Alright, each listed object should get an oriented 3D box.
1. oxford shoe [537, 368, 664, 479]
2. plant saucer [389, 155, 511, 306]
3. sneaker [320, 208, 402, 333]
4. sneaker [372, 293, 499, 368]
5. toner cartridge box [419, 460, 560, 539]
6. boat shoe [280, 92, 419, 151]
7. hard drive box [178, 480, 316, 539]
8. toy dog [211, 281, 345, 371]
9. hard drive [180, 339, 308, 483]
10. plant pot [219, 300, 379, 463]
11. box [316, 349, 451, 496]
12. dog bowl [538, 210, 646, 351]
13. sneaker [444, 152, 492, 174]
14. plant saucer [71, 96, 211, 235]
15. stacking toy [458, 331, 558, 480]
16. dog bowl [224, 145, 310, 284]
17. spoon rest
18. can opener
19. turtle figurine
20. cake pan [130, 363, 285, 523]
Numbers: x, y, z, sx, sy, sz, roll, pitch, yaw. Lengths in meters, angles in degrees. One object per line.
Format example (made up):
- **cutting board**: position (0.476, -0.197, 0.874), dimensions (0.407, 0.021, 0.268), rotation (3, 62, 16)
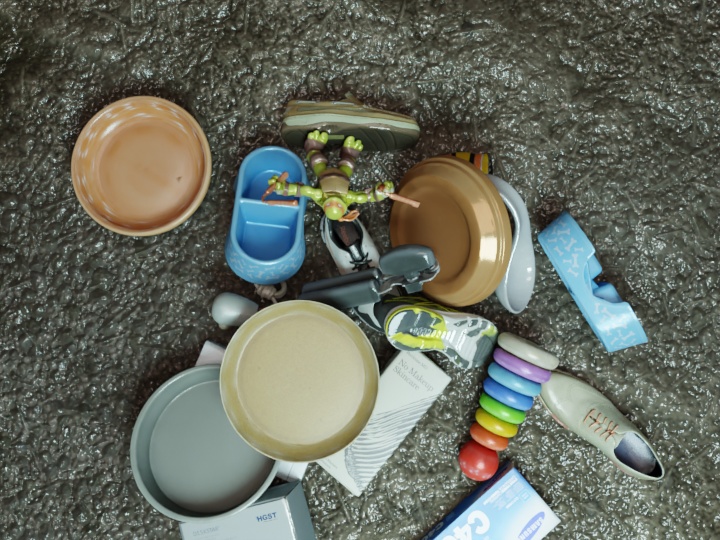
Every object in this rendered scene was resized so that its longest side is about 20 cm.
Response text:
- **oxford shoe**: position (0.323, 0.202, 0.849), dimensions (0.200, 0.074, 0.071), rotation (37, 87, 5)
- **plant saucer**: position (0.105, -0.047, 0.828), dimensions (0.037, 0.200, 0.201), rotation (-17, 83, -39)
- **sneaker**: position (0.000, 0.000, 0.876), dimensions (0.073, 0.080, 0.201), rotation (-31, 86, -3)
- **sneaker**: position (0.103, 0.071, 0.847), dimensions (0.199, 0.085, 0.075), rotation (20, 104, -34)
- **toner cartridge box**: position (0.161, 0.363, 0.855), dimensions (0.200, 0.043, 0.095), rotation (-42, 86, -2)
- **boat shoe**: position (-0.013, -0.220, 0.905), dimensions (0.199, 0.072, 0.077), rotation (5, 69, 1)
- **hard drive box**: position (-0.131, 0.400, 0.831), dimensions (0.155, 0.077, 0.201), rotation (-16, 85, 10)
- **toy dog**: position (-0.105, 0.097, 0.865), dimensions (0.199, 0.132, 0.097), rotation (33, 125, 9)
- **hard drive**: position (-0.150, 0.197, 0.888), dimensions (0.199, 0.027, 0.133), rotation (23, 86, 4)
- **plant pot**: position (-0.075, 0.137, 0.794), dimensions (0.199, 0.027, 0.201), rotation (0, 88, 1)
- **box**: position (0.030, 0.197, 0.861), dimensions (0.082, 0.068, 0.200), rotation (38, 87, 4)
- **dog bowl**: position (0.304, 0.018, 0.846), dimensions (0.049, 0.111, 0.201), rotation (-31, 85, 13)
- **sneaker**: position (0.132, -0.068, 0.890), dimensions (0.089, 0.070, 0.201), rotation (8, 84, 15)
- **plant saucer**: position (-0.311, -0.148, 0.912), dimensions (0.199, 0.037, 0.201), rotation (0, 85, 1)
- **stacking toy**: position (0.187, 0.188, 0.850), dimensions (0.085, 0.085, 0.201), rotation (24, 93, 4)
- **dog bowl**: position (-0.126, -0.083, 0.872), dimensions (0.111, 0.050, 0.201), rotation (6, 67, -7)
- **spoon rest**: position (0.199, -0.033, 0.841), dimensions (0.099, 0.060, 0.201), rotation (-47, 124, -37)
- **can opener**: position (0.008, 0.010, 0.819), dimensions (0.199, 0.053, 0.067), rotation (-17, 115, 21)
- **turtle figurine**: position (-0.026, -0.116, 0.838), dimensions (0.199, 0.065, 0.162), rotation (-1, 45, -2)
- **cake pan**: position (-0.195, 0.223, 0.825), dimensions (0.199, 0.037, 0.201), rotation (-1, 64, 1)
